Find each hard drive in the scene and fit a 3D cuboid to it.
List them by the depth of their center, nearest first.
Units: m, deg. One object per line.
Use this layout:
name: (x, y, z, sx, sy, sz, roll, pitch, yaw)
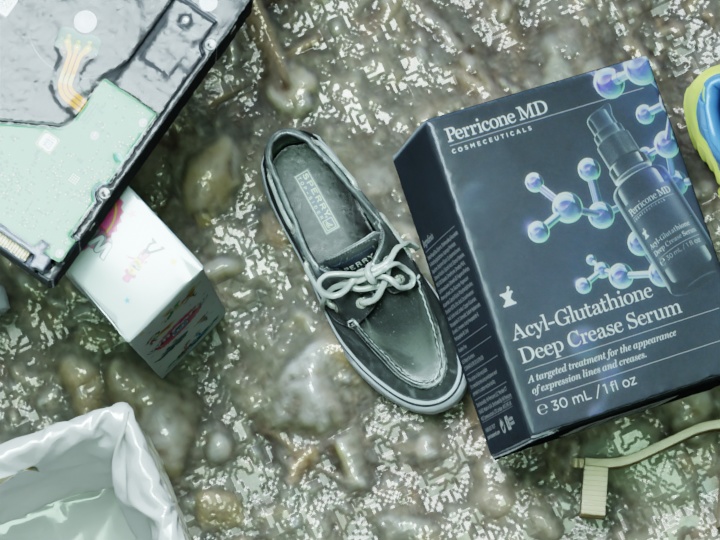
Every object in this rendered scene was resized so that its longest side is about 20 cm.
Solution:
hard drive: (-0.170, -0.109, 1.491, 0.139, 0.038, 0.201, 33, 77, 3)

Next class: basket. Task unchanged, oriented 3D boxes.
basket: (-0.184, 0.207, 1.592, 0.197, 0.161, 0.201, -22, 82, 0)

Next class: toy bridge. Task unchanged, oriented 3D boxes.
toy bridge: (0.229, 0.126, 1.652, 0.198, 0.027, 0.068, 5, 81, 3)

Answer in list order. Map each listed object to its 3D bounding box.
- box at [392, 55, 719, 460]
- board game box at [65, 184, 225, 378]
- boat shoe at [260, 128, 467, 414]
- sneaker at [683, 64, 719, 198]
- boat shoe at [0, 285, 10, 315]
box: (0.126, -0.007, 1.618, 0.148, 0.107, 0.201, -17, 83, -13)
board game box: (-0.154, -0.019, 1.596, 0.064, 0.200, 0.148, -43, 84, -3)
boat shoe: (0.002, -0.002, 1.654, 0.073, 0.068, 0.200, -27, 83, -1)
sneaker: (0.259, -0.039, 1.628, 0.076, 0.105, 0.200, -37, 80, 7)
boat shoe: (-0.319, 0.028, 1.660, 0.199, 0.074, 0.067, -19, 86, 1)
